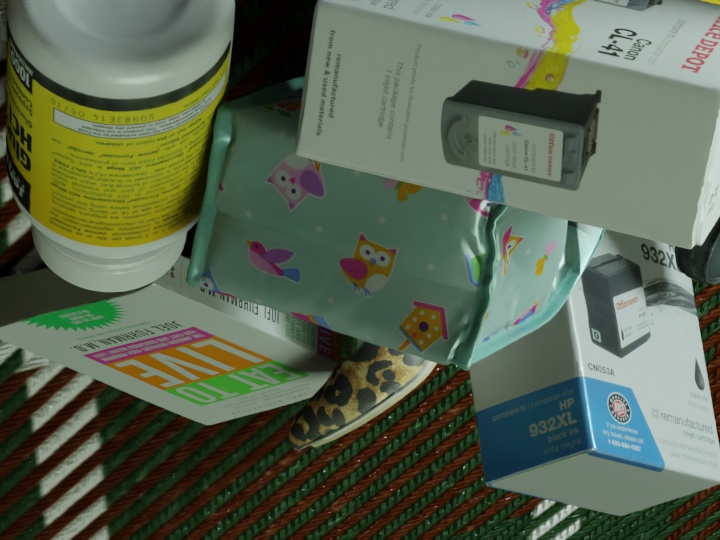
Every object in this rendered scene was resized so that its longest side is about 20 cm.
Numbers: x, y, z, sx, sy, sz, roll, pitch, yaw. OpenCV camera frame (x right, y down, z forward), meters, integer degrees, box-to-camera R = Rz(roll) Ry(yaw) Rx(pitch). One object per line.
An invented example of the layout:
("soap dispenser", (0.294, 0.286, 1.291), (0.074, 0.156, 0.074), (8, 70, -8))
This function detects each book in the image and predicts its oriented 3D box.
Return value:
("book", (-0.105, 0.035, 1.607), (0.133, 0.048, 0.200), (-13, 155, 36))

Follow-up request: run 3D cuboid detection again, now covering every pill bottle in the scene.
("pill bottle", (-0.126, -0.080, 1.399), (0.112, 0.113, 0.200), (-13, 147, -16))

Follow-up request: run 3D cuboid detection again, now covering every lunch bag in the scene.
("lunch bag", (0.029, -0.039, 1.427), (0.200, 0.170, 0.122), (-30, 135, -62))

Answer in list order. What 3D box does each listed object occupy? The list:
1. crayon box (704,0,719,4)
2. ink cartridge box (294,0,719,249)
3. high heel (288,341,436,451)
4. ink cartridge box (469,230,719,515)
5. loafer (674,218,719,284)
("crayon box", (0.161, -0.125, 1.517), (0.119, 0.058, 0.200), (0, 142, -32))
("ink cartridge box", (0.087, -0.090, 1.314), (0.200, 0.148, 0.086), (13, 113, 14))
("high heel", (0.000, 0.000, 1.581), (0.200, 0.143, 0.071), (-41, -178, 11))
("ink cartridge box", (0.135, 0.034, 1.644), (0.084, 0.200, 0.145), (-23, 155, 36))
("loafer", (0.242, -0.066, 1.571), (0.068, 0.070, 0.201), (-20, 142, -47))
